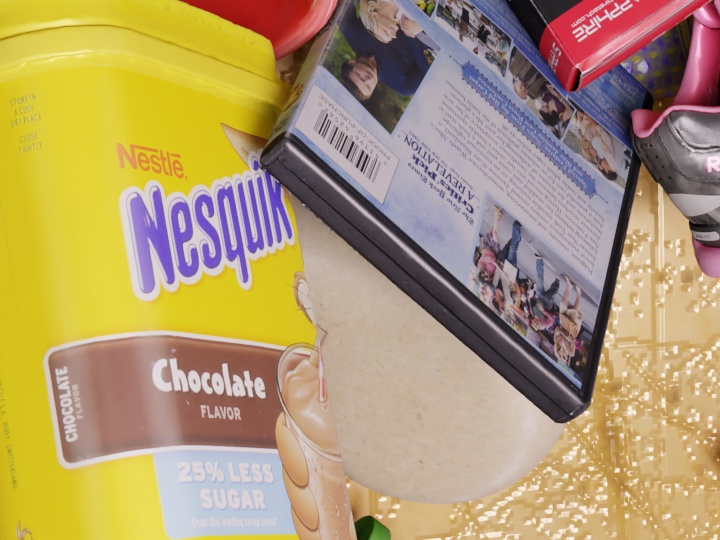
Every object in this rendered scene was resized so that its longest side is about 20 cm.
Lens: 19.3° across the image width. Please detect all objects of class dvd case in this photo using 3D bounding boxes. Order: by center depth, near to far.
[{"bbox_3d":[0.044,-0.052,0.773,0.143,0.201,0.018,41,126,-16],"label":"dvd case"}]

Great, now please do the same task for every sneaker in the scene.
[{"bbox_3d":[0.177,-0.095,0.840,0.095,0.079,0.200,44,69,-17],"label":"sneaker"}]

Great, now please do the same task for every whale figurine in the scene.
[{"bbox_3d":[0.000,0.000,0.837,0.199,0.104,0.160,32,135,5],"label":"whale figurine"}]

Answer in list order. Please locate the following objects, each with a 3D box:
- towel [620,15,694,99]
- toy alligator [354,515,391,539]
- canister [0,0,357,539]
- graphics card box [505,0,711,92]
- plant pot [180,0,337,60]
[{"bbox_3d":[0.081,-0.132,0.864,0.198,0.023,0.145,-8,102,-9],"label":"towel"},{"bbox_3d":[0.021,0.170,0.897,0.054,0.059,0.201,-30,105,-3],"label":"toy alligator"},{"bbox_3d":[-0.069,0.022,0.683,0.086,0.148,0.201,-17,76,25],"label":"canister"},{"bbox_3d":[0.076,-0.184,0.803,0.125,0.051,0.201,-34,84,-2],"label":"graphics card box"},{"bbox_3d":[-0.100,-0.182,0.723,0.199,0.200,0.179,7,71,-12],"label":"plant pot"}]
